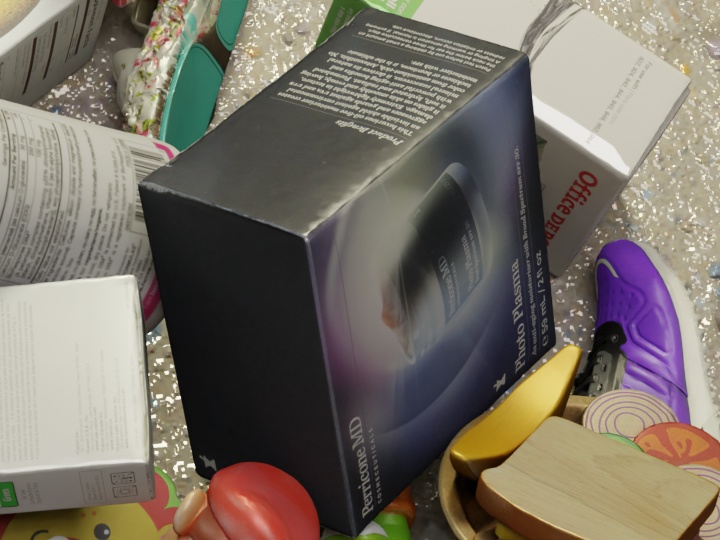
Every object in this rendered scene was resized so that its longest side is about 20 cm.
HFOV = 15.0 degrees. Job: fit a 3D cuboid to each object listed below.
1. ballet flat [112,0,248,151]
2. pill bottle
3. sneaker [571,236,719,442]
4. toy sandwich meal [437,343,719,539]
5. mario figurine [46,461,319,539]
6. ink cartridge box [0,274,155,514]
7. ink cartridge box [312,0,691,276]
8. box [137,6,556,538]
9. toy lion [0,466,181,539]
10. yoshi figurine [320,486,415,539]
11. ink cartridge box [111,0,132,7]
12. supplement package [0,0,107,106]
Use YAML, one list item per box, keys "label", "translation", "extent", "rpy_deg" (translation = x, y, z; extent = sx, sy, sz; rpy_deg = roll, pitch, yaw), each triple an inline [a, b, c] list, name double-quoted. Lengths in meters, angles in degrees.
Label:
- label: "ballet flat"
  translation: [-0.111, -0.134, 1.625]
  extent: [0.064, 0.076, 0.201]
  rpy_deg: [4, 57, 22]
- label: "pill bottle"
  translation: [-0.196, -0.034, 1.446]
  extent: [0.199, 0.113, 0.114]
  rpy_deg: [14, 62, -33]
- label: "sneaker"
  translation: [0.150, 0.076, 1.587]
  extent: [0.099, 0.070, 0.201]
  rpy_deg: [-8, 69, -14]
- label: "toy sandwich meal"
  translation: [0.131, 0.114, 1.445]
  extent: [0.204, 0.071, 0.206]
  rpy_deg: [8, 35, -5]
- label: "mario figurine"
  translation: [-0.104, 0.179, 1.417]
  extent: [0.200, 0.124, 0.106]
  rpy_deg: [-42, 50, -18]
- label: "ink cartridge box"
  translation: [-0.207, 0.069, 1.397]
  extent: [0.199, 0.050, 0.110]
  rpy_deg: [-5, 61, -2]
- label: "ink cartridge box"
  translation: [0.075, -0.106, 1.604]
  extent: [0.200, 0.146, 0.084]
  rpy_deg: [34, 64, 3]
- label: "box"
  translation: [0.000, 0.000, 1.477]
  extent: [0.123, 0.201, 0.198]
  rpy_deg: [19, 44, 34]
- label: "toy lion"
  translation: [-0.189, 0.162, 1.478]
  extent: [0.200, 0.069, 0.192]
  rpy_deg: [-38, 87, -24]
- label: "yoshi figurine"
  translation: [-0.003, 0.211, 1.494]
  extent: [0.112, 0.112, 0.201]
  rpy_deg: [34, 37, -43]
- label: "ink cartridge box"
  translation: [-0.183, -0.269, 1.584]
  extent: [0.200, 0.147, 0.083]
  rpy_deg: [38, 64, 26]
- label: "supplement package"
  translation: [-0.253, -0.130, 1.555]
  extent: [0.114, 0.110, 0.200]
  rpy_deg: [45, 65, 8]
